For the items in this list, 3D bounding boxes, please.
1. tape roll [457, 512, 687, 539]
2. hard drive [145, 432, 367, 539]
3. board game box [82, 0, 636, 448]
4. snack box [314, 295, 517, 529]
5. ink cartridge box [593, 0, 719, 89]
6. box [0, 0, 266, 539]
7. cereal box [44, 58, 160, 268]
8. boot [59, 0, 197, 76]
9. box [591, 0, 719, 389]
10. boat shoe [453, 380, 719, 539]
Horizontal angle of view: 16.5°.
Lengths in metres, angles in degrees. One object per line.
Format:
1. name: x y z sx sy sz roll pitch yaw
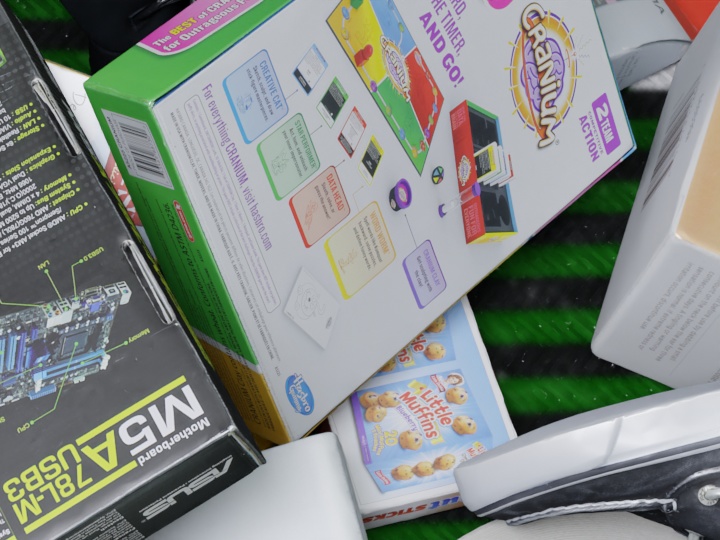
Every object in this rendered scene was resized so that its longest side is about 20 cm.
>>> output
1. tape roll: 0.090 0.184 0.902 0.201 0.037 0.204 6 62 -11
2. hard drive: -0.045 0.168 0.857 0.131 0.027 0.201 -17 67 2
3. board game box: 0.008 -0.056 0.914 0.200 0.154 0.040 -39 36 -27
4. snack box: 0.000 0.000 0.978 0.071 0.024 0.201 -11 67 -19
5. ink cartridge box: 0.084 -0.156 1.067 0.199 0.057 0.163 -28 73 -20
6. box: -0.161 0.032 0.820 0.199 0.048 0.194 -32 68 -1
7. cereal box: -0.170 -0.022 0.901 0.199 0.040 0.145 21 91 -5
8. boot: -0.039 -0.150 0.928 0.076 0.168 0.200 38 75 17
9. box: 0.215 -0.013 0.994 0.199 0.106 0.153 22 60 -3
10. boat shoe: 0.135 0.074 0.897 0.198 0.072 0.068 -13 89 3
